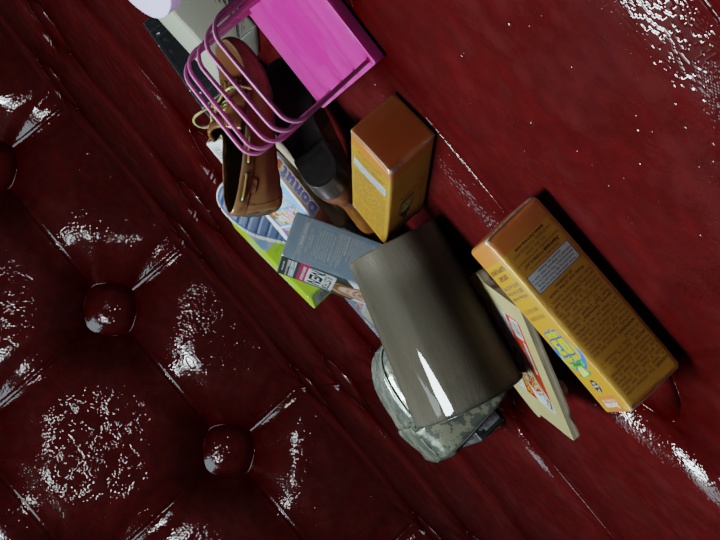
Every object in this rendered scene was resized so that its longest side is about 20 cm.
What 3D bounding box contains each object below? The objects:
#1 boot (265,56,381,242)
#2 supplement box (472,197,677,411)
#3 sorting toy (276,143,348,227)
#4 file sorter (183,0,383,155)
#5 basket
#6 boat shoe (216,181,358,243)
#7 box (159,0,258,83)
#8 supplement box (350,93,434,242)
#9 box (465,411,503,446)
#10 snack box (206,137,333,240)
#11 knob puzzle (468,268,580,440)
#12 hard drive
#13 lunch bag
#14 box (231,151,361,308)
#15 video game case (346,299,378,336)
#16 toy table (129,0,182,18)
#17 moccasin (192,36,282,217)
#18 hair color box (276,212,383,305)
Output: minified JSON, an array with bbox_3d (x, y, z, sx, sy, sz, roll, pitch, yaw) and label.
[{"bbox_3d":[-0.036,-0.142,1.458,0.190,0.068,0.200,58,-172,24],"label":"boot"},{"bbox_3d":[0.192,0.033,1.108,0.200,0.069,0.067,47,169,1],"label":"supplement box"},{"bbox_3d":[-0.096,-0.163,1.551,0.185,0.036,0.200,48,177,47],"label":"sorting toy"},{"bbox_3d":[-0.090,-0.211,1.244,0.139,0.125,0.200,50,164,-7],"label":"file sorter"},{"bbox_3d":[0.079,0.058,1.389,0.202,0.134,0.180,64,171,2],"label":"basket"},{"bbox_3d":[-0.097,-0.078,1.646,0.197,0.073,0.073,24,-148,-7],"label":"boat shoe"},{"bbox_3d":[-0.211,-0.327,1.478,0.200,0.068,0.082,47,168,9],"label":"box"},{"bbox_3d":[0.031,-0.104,1.299,0.069,0.066,0.200,45,166,16],"label":"supplement box"},{"bbox_3d":[0.117,0.171,1.833,0.200,0.048,0.158,49,168,5],"label":"box"},{"bbox_3d":[-0.108,-0.101,1.543,0.071,0.025,0.201,-8,133,40],"label":"snack box"},{"bbox_3d":[0.178,0.079,1.392,0.221,0.030,0.220,58,171,15],"label":"knob puzzle"},{"bbox_3d":[-0.212,-0.250,1.663,0.201,0.038,0.140,53,180,36],"label":"hard drive"},{"bbox_3d":[0.090,0.154,1.653,0.167,0.140,0.200,42,171,2],"label":"lunch bag"},{"bbox_3d":[-0.090,-0.058,1.712,0.200,0.122,0.048,44,169,22],"label":"box"},{"bbox_3d":[-0.006,0.020,1.879,0.183,0.023,0.200,49,168,4],"label":"video game case"},{"bbox_3d":[-0.195,-0.349,1.249,0.185,0.117,0.199,55,166,-21],"label":"toy table"},{"bbox_3d":[-0.139,-0.159,1.361,0.073,0.077,0.205,-9,85,56],"label":"moccasin"},{"bbox_3d":[0.000,0.000,1.517,0.197,0.062,0.099,20,167,-3],"label":"hair color box"}]
